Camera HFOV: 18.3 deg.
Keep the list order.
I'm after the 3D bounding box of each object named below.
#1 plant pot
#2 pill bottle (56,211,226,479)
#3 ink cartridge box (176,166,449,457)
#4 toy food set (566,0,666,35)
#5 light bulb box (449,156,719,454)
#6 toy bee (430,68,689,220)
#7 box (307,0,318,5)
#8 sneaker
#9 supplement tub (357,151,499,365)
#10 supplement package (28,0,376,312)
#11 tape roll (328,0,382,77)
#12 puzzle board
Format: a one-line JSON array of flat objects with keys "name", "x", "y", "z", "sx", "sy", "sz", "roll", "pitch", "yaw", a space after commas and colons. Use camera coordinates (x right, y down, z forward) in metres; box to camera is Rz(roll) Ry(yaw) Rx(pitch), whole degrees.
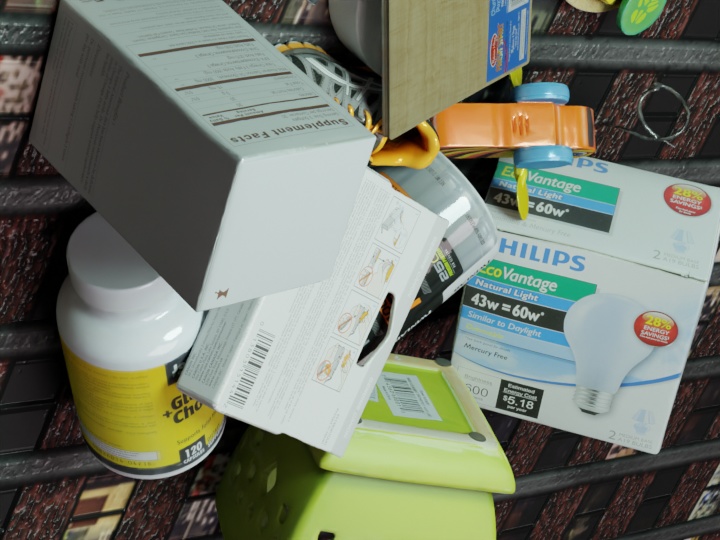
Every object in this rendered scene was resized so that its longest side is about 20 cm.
[{"name": "plant pot", "x": 0.009, "y": 0.175, "z": 1.813, "sx": 0.197, "sy": 0.200, "sz": 0.183, "roll": 9, "pitch": 114, "yaw": -20}, {"name": "pill bottle", "x": -0.158, "y": 0.050, "z": 1.605, "sx": 0.112, "sy": 0.112, "sz": 0.201, "roll": -32, "pitch": 144, "yaw": -23}, {"name": "ink cartridge box", "x": -0.032, "y": 0.022, "z": 1.616, "sx": 0.176, "sy": 0.044, "sz": 0.201, "roll": 29, "pitch": 85, "yaw": -56}, {"name": "toy food set", "x": 0.231, "y": -0.287, "z": 1.763, "sx": 0.200, "sy": 0.049, "sz": 0.198, "roll": -51, "pitch": 147, "yaw": 4}, {"name": "light bulb box", "x": 0.187, "y": 0.021, "z": 1.874, "sx": 0.125, "sy": 0.196, "sz": 0.201, "roll": -69, "pitch": 170, "yaw": -48}, {"name": "toy bee", "x": 0.146, "y": -0.103, "z": 1.787, "sx": 0.109, "sy": 0.198, "sz": 0.132, "roll": 114, "pitch": -5, "yaw": -82}, {"name": "box", "x": -0.045, "y": -0.280, "z": 1.454, "sx": 0.161, "sy": 0.044, "sz": 0.200, "roll": -53, "pitch": 147, "yaw": 8}, {"name": "sneaker", "x": -0.017, "y": -0.113, "z": 1.632, "sx": 0.199, "sy": 0.077, "sz": 0.079, "roll": -2, "pitch": 128, "yaw": -47}, {"name": "supplement tub", "x": 0.000, "y": 0.000, "z": 1.727, "sx": 0.200, "sy": 0.122, "sz": 0.123, "roll": -40, "pitch": 147, "yaw": -11}, {"name": "supplement package", "x": -0.105, "y": -0.085, "z": 1.443, "sx": 0.117, "sy": 0.200, "sz": 0.118, "roll": -13, "pitch": 135, "yaw": -41}, {"name": "tape roll", "x": 0.064, "y": -0.231, "z": 1.638, "sx": 0.202, "sy": 0.037, "sz": 0.204, "roll": -31, "pitch": 144, "yaw": -26}, {"name": "puzzle board", "x": 0.068, "y": -0.208, "z": 1.595, "sx": 0.150, "sy": 0.017, "sz": 0.201, "roll": -31, "pitch": 136, "yaw": -34}]
